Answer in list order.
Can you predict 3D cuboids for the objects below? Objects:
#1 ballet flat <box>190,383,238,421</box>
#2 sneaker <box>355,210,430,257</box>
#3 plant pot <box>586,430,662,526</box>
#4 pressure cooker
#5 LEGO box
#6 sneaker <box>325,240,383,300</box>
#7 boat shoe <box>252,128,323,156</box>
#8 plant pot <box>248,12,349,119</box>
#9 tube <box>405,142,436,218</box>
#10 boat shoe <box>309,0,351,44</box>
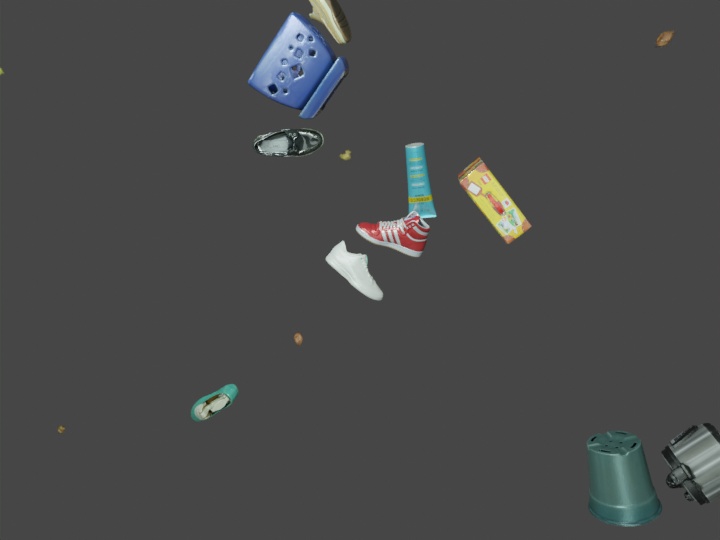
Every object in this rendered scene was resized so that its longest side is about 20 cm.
[{"bbox_3d":[-0.470,0.425,1.804,0.199,0.071,0.068,-34,100,15],"label":"ballet flat"},{"bbox_3d":[0.093,-0.119,1.565,0.197,0.072,0.114,18,121,-6],"label":"sneaker"},{"bbox_3d":[0.738,0.582,1.640,0.196,0.200,0.200,-11,97,10],"label":"plant pot"},{"bbox_3d":[0.944,0.547,1.601,0.199,0.179,0.176,-40,101,15],"label":"pressure cooker"},{"bbox_3d":[0.341,-0.184,1.482,0.077,0.149,0.201,-38,99,16],"label":"LEGO box"},{"bbox_3d":[0.000,0.000,1.625,0.199,0.075,0.089,41,95,-4],"label":"sneaker"},{"bbox_3d":[-0.199,-0.343,1.548,0.195,0.066,0.076,2,106,7],"label":"boat shoe"},{"bbox_3d":[-0.140,-0.496,1.434,0.179,0.200,0.201,36,107,-11],"label":"plant pot"},{"bbox_3d":[0.157,-0.238,1.548,0.076,0.050,0.204,-2,112,18],"label":"tube"},{"bbox_3d":[-0.094,-0.657,1.452,0.075,0.072,0.203,-24,95,28],"label":"boat shoe"}]
